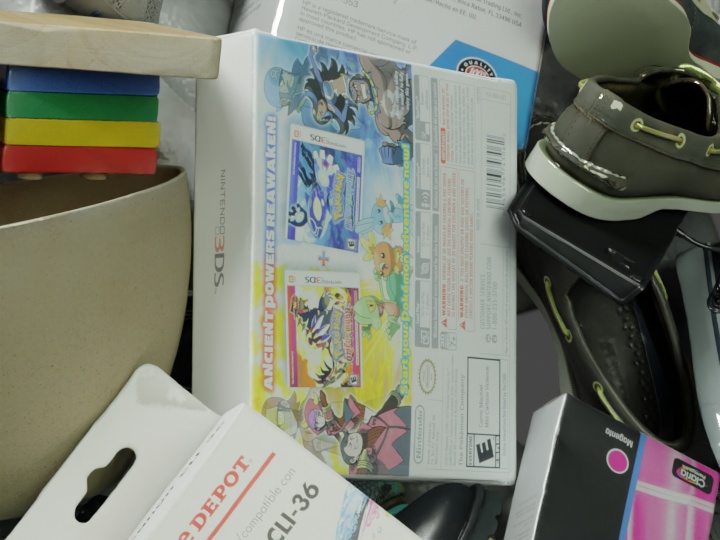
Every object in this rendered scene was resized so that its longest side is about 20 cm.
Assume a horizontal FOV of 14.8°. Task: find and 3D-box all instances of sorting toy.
[{"bbox_3d":[-0.179,-0.082,1.251,0.199,0.200,0.070,3,96,-14],"label":"sorting toy"}]

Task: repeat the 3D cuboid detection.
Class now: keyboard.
[{"bbox_3d":[0.145,-0.023,1.397,0.127,0.021,0.200,31,25,4],"label":"keyboard"}]

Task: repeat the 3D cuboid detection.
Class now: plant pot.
[{"bbox_3d":[-0.165,0.038,1.242,0.200,0.200,0.135,-14,99,-27],"label":"plant pot"}]

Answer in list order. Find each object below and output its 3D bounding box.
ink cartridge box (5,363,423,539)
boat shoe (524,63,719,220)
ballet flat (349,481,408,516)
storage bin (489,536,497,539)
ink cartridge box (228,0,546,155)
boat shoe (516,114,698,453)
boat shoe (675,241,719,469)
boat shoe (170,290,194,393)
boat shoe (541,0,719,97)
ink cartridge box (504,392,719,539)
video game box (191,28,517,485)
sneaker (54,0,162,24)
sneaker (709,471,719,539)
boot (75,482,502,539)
[{"bbox_3d":[-0.042,0.138,1.162,0.200,0.067,0.116,38,77,-4],"label":"ink cartridge box"},{"bbox_3d":[0.159,-0.070,1.406,0.072,0.060,0.202,40,26,23],"label":"boat shoe"},{"bbox_3d":[-0.065,0.151,1.322,0.200,0.074,0.074,-35,91,-30],"label":"ballet flat"},{"bbox_3d":[0.082,0.255,1.335,0.200,0.094,0.199,38,64,-10],"label":"storage bin"},{"bbox_3d":[0.021,-0.163,1.431,0.146,0.086,0.200,19,68,-20],"label":"ink cartridge box"},{"bbox_3d":[0.124,0.007,1.444,0.072,0.061,0.201,-16,83,-27],"label":"boat shoe"},{"bbox_3d":[0.219,0.051,1.413,0.091,0.071,0.200,-17,44,12],"label":"boat shoe"},{"bbox_3d":[-0.036,0.048,1.354,0.199,0.068,0.074,16,69,-20],"label":"boat shoe"},{"bbox_3d":[0.147,-0.132,1.448,0.200,0.071,0.063,27,48,-57],"label":"boat shoe"},{"bbox_3d":[0.107,0.164,1.300,0.095,0.037,0.200,28,57,-18],"label":"ink cartridge box"},{"bbox_3d":[0.000,0.000,1.289,0.182,0.047,0.200,8,80,-48],"label":"video game box"},{"bbox_3d":[-0.085,-0.197,1.409,0.082,0.075,0.200,43,73,-16],"label":"sneaker"},{"bbox_3d":[0.206,0.122,1.444,0.092,0.076,0.200,17,68,-15],"label":"sneaker"},{"bbox_3d":[-0.049,0.143,1.238,0.168,0.076,0.200,32,70,0],"label":"boot"}]
